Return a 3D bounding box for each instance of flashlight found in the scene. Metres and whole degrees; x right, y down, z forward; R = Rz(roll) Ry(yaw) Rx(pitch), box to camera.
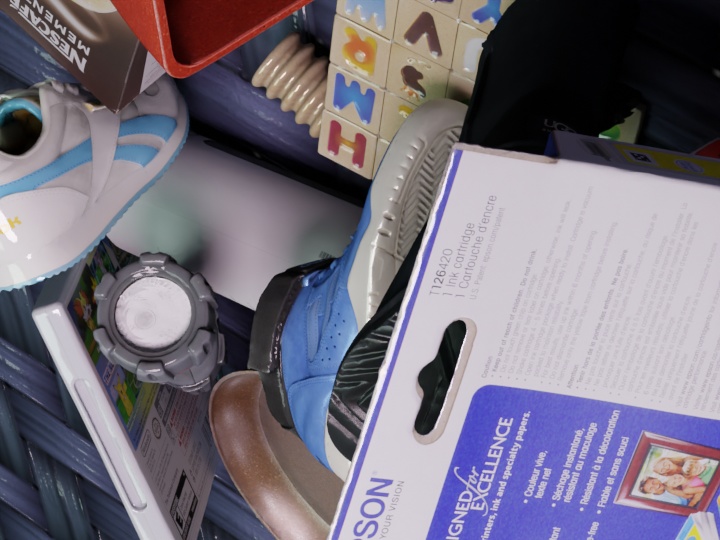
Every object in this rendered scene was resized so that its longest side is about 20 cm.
[{"bbox_3d":[-0.104,0.036,1.490,0.068,0.068,0.200,27,172,7],"label":"flashlight"}]

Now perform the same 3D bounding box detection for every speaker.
[{"bbox_3d":[-0.052,-0.017,1.500,0.200,0.081,0.081,23,144,38],"label":"speaker"}]

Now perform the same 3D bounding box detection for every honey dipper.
[{"bbox_3d":[0.029,-0.046,1.405,0.200,0.038,0.038,41,152,2],"label":"honey dipper"}]

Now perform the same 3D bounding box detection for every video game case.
[{"bbox_3d":[-0.132,0.057,1.605,0.022,0.200,0.183,-18,112,13],"label":"video game case"}]

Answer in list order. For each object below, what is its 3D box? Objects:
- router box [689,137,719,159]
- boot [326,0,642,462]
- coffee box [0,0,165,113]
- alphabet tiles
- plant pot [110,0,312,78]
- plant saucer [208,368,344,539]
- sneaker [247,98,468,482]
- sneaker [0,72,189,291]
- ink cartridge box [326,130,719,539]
[{"bbox_3d":[0.161,0.074,1.188,0.179,0.049,0.200,41,114,11],"label":"router box"},{"bbox_3d":[0.060,-0.021,1.201,0.076,0.168,0.200,25,127,-3],"label":"boot"},{"bbox_3d":[-0.124,-0.185,1.381,0.113,0.080,0.200,41,152,8],"label":"coffee box"},{"bbox_3d":[0.055,-0.068,1.325,0.166,0.006,0.200,28,142,16],"label":"alphabet tiles"},{"bbox_3d":[-0.064,-0.240,1.128,0.176,0.200,0.200,41,153,34],"label":"plant pot"},{"bbox_3d":[-0.004,0.128,1.571,0.200,0.032,0.200,34,150,23],"label":"plant saucer"},{"bbox_3d":[-0.001,0.000,1.349,0.111,0.077,0.200,31,117,48],"label":"sneaker"},{"bbox_3d":[-0.156,-0.073,1.464,0.076,0.200,0.081,-15,115,28],"label":"sneaker"},{"bbox_3d":[0.093,0.045,1.096,0.047,0.200,0.198,-122,46,-61],"label":"ink cartridge box"}]
